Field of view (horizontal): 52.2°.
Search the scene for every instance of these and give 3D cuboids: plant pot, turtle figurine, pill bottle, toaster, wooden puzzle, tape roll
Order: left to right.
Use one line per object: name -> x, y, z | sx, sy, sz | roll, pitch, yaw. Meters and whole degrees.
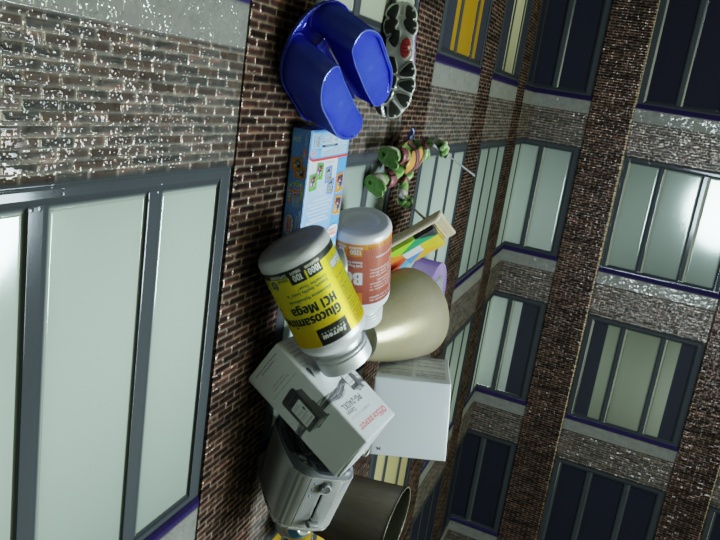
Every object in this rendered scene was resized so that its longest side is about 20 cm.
toaster -> -0.095, 0.321, 1.184 | 0.132, 0.112, 0.200 | -68, -152, 15
pill bottle -> -0.059, 0.048, 1.063 | 0.203, 0.111, 0.113 | 65, 35, -20
pill bottle -> 0.000, 0.000, 1.311 | 0.112, 0.110, 0.204 | -52, 149, -50
plant pot -> 0.052, 0.108, 1.474 | 0.198, 0.184, 0.192 | -19, 121, -52
wooden puzzle -> 0.106, -0.049, 1.520 | 0.038, 0.183, 0.200 | 63, 11, 13
turtle figurine -> 0.111, -0.186, 1.424 | 0.192, 0.142, 0.204 | -21, 90, -50
tape roll -> 0.166, 0.073, 1.916 | 0.200, 0.064, 0.205 | 14, 89, -71

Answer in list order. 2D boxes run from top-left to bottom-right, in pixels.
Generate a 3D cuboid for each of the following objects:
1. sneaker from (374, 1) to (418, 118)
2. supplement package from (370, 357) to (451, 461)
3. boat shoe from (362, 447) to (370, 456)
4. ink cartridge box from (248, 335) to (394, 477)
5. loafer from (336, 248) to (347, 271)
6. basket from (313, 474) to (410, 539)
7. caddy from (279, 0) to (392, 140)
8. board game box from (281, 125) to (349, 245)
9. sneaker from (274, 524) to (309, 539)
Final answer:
sneaker -> 0.075, -0.377, 1.333 | 0.083, 0.079, 0.205 | -8, 110, -76
supplement package -> 0.103, 0.271, 1.483 | 0.200, 0.147, 0.156 | -47, 141, -82
boat shoe -> 0.003, 0.359, 1.603 | 0.075, 0.084, 0.205 | -58, 153, -42
ink cartridge box -> -0.055, 0.197, 1.136 | 0.084, 0.200, 0.145 | -48, 169, 18
loafer -> -0.073, 0.039, 1.198 | 0.202, 0.061, 0.073 | 111, -31, -46
basket -> -0.022, 0.466, 1.427 | 0.180, 0.196, 0.139 | -45, 145, -55
caddy -> -0.039, -0.280, 1.031 | 0.142, 0.104, 0.200 | -49, 156, -6
board game box -> -0.069, -0.121, 1.145 | 0.151, 0.036, 0.205 | -30, 130, -65
sneaker -> -0.085, 0.393, 1.348 | 0.080, 0.076, 0.203 | -24, -141, 55
